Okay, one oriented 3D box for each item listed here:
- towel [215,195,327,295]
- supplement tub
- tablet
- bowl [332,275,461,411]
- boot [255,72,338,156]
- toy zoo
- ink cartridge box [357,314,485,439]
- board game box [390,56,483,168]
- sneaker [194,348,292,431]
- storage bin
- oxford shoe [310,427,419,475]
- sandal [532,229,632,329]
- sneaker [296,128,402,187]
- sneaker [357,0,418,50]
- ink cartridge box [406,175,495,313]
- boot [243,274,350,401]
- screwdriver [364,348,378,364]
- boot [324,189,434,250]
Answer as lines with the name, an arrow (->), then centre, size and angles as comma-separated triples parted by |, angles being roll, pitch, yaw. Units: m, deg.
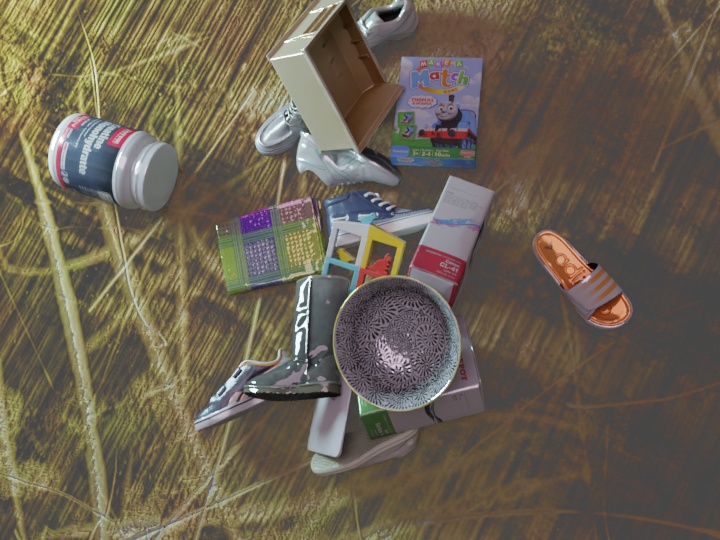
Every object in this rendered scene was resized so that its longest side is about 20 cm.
towel -> -0.154, -0.042, 1.564 | 0.196, 0.023, 0.146 | -14, 77, 7
supplement tub -> -0.446, -0.194, 1.584 | 0.197, 0.140, 0.143 | 17, 82, 13
tablet -> -0.046, 0.202, 1.450 | 0.013, 0.130, 0.204 | 14, 79, -24
bowl -> 0.065, 0.106, 1.341 | 0.197, 0.094, 0.205 | 1, 93, 16
boot -> -0.116, -0.291, 1.570 | 0.199, 0.096, 0.074 | -39, 75, 0
toy zoo -> 0.000, 0.000, 1.490 | 0.129, 0.020, 0.204 | 17, 105, 13
ink cartridge box -> 0.093, 0.172, 1.419 | 0.196, 0.085, 0.148 | -14, 48, 7
board game box -> 0.136, -0.281, 1.542 | 0.148, 0.037, 0.204 | 3, 69, 10
sneaker -> -0.200, 0.203, 1.494 | 0.197, 0.079, 0.080 | -25, 80, -8
storage bin -> -0.033, -0.335, 1.465 | 0.093, 0.201, 0.200 | 1, 45, 39
oxford shoe -> 0.012, 0.298, 1.448 | 0.197, 0.058, 0.076 | -23, 36, 5
sandal -> 0.361, 0.013, 1.445 | 0.079, 0.059, 0.207 | -43, 75, -1
sneaker -> -0.022, -0.184, 1.555 | 0.197, 0.070, 0.081 | 21, 110, 6
sneaker -> 0.010, -0.431, 1.579 | 0.198, 0.080, 0.071 | -31, 77, 4
ink cartridge box -> 0.141, -0.027, 1.410 | 0.084, 0.149, 0.202 | 21, 57, 11
boot -> -0.104, 0.110, 1.447 | 0.178, 0.073, 0.204 | -4, 72, 8
screwdriver -> 0.054, 0.109, 1.414 | 0.199, 0.028, 0.029 | -37, 60, -19
boot -> 0.033, -0.102, 1.517 | 0.196, 0.073, 0.092 | -12, 82, 8
